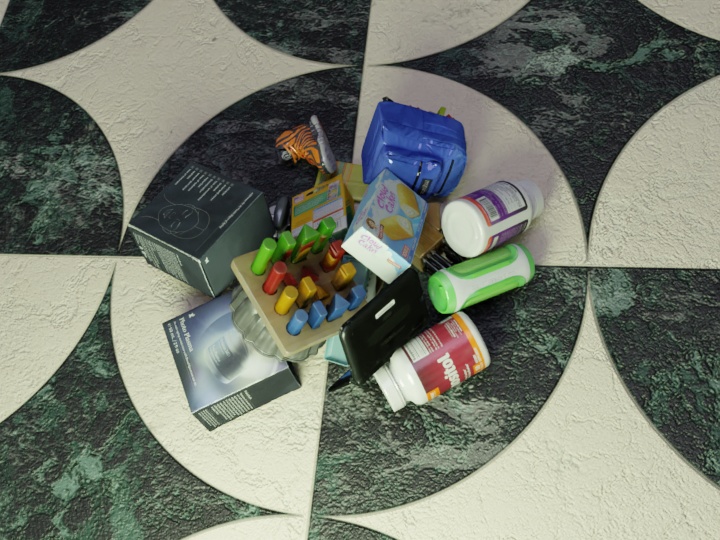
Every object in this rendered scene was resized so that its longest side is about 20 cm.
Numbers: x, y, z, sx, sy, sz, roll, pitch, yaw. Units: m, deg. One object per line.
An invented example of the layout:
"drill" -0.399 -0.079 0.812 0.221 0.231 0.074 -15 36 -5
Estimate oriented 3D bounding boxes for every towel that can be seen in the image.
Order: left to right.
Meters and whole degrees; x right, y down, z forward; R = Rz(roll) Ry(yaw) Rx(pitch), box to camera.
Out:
"towel" 0.001 -0.183 1.739 0.197 0.018 0.087 10 69 14

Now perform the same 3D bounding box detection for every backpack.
"backpack" 0.113 -0.221 1.642 0.197 0.163 0.170 8 53 -14

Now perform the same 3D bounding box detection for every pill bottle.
"pill bottle" 0.127 0.170 1.485 0.198 0.113 0.114 -29 62 -5
"pill bottle" 0.259 -0.108 1.571 0.198 0.112 0.112 -24 58 -35

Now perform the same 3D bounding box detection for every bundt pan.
"bundt pan" -0.135 0.063 1.500 0.199 0.076 0.204 19 45 -19

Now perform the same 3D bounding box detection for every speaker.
"speaker" 0.227 0.014 1.533 0.197 0.089 0.089 -19 60 -22

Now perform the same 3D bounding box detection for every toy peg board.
"toy peg board" -0.089 0.013 1.433 0.198 0.098 0.201 -21 69 -34

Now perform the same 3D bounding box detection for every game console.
"game console" 0.019 0.108 1.456 0.115 0.178 0.199 15 43 43

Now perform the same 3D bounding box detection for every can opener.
"can opener" -0.176 -0.053 1.680 0.052 0.067 0.203 0 68 8

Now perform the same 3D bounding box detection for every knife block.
"knife block" 0.113 -0.042 1.620 0.196 0.064 0.178 -3 62 8

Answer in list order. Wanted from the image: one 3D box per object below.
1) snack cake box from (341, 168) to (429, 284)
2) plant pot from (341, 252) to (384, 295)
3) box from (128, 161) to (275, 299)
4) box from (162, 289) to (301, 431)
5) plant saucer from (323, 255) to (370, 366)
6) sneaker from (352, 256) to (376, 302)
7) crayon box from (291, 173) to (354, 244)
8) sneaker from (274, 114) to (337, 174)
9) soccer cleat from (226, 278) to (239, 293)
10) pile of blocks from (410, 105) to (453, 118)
"snack cake box" 0.049 -0.085 1.506 0.115 0.067 0.201 38 38 -14
"plant pot" -0.042 0.002 1.647 0.196 0.028 0.203 -4 64 8
"box" -0.308 -0.083 1.611 0.195 0.125 0.201 23 58 28
"box" -0.244 0.160 1.550 0.196 0.124 0.202 -25 62 -5
"plant saucer" -0.022 0.075 1.538 0.069 0.019 0.204 9 87 44
"sneaker" 0.000 0.000 1.578 0.072 0.085 0.203 13 70 14
"crayon box" -0.075 -0.100 1.646 0.124 0.052 0.201 -24 35 14
"sneaker" -0.119 -0.248 1.750 0.111 0.078 0.201 -26 36 5
"soccer cleat" -0.284 -0.031 1.684 0.077 0.070 0.201 -31 60 -10
"pile of blocks" 0.128 -0.330 1.751 0.197 0.082 0.063 11 66 16
